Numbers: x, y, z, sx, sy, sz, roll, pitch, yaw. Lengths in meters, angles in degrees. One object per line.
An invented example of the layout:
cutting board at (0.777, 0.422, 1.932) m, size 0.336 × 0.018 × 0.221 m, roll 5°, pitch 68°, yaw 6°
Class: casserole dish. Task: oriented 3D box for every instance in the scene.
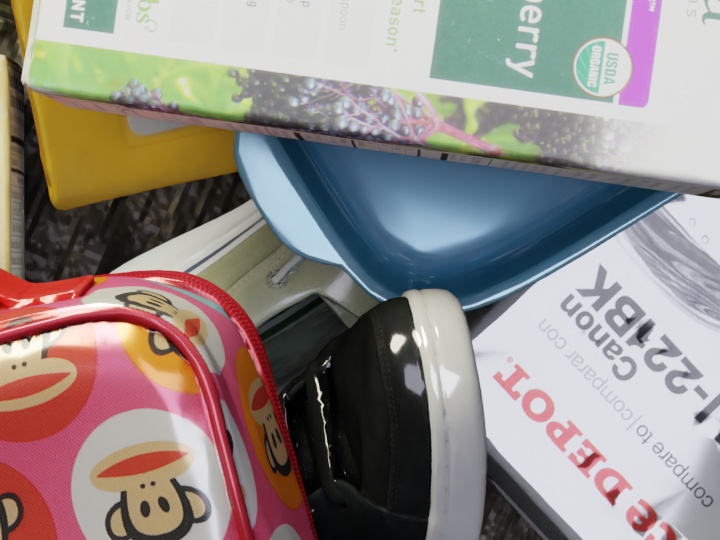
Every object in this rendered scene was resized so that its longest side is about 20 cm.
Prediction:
casserole dish at (0.056, -0.070, 0.843) m, size 0.200 × 0.039 × 0.121 m, roll -31°, pitch 87°, yaw -2°

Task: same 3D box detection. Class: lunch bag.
lunch bag at (-0.114, 0.079, 0.775) m, size 0.200 × 0.082 × 0.176 m, roll -13°, pitch 99°, yaw 11°

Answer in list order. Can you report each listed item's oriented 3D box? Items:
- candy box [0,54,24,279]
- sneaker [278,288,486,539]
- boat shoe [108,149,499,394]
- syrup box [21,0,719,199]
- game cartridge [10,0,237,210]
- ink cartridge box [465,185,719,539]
candy box at (-0.163, 0.034, 0.904) m, size 0.115 × 0.055 × 0.200 m, roll 0°, pitch 91°, yaw -2°
sneaker at (-0.034, 0.074, 0.840) m, size 0.112 × 0.200 × 0.073 m, roll -3°, pitch 60°, yaw -13°
boat shoe at (0.000, 0.000, 0.893) m, size 0.200 × 0.072 × 0.062 m, roll -33°, pitch 47°, yaw 11°
syrup box at (0.017, -0.071, 0.785) m, size 0.200 × 0.081 × 0.079 m, roll 8°, pitch 90°, yaw 2°
game cartridge at (-0.009, -0.115, 0.865) m, size 0.200 × 0.032 × 0.176 m, roll -12°, pitch 124°, yaw -7°
ink cartridge box at (0.129, 0.015, 0.907) m, size 0.200 × 0.084 × 0.144 m, roll -43°, pitch 96°, yaw -2°
